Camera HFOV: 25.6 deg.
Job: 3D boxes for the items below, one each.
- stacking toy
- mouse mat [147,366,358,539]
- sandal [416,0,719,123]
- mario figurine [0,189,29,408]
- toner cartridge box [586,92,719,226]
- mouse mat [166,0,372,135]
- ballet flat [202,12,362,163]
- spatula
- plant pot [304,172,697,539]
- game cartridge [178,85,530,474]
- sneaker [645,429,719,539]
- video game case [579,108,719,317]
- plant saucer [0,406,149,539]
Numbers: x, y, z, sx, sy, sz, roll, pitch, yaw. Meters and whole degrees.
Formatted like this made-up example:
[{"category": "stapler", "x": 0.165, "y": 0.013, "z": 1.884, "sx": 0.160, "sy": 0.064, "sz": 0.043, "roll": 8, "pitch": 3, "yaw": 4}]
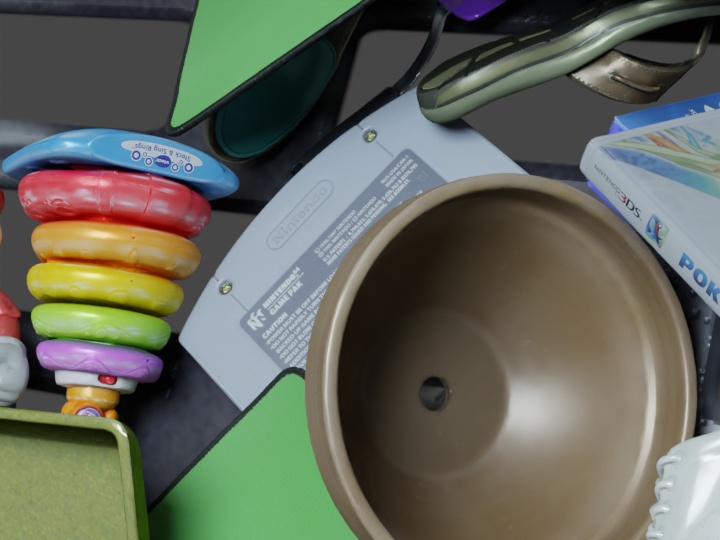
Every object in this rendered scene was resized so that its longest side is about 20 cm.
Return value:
[{"category": "stacking toy", "x": -0.143, "y": 0.028, "z": 0.874, "sx": 0.110, "sy": 0.116, "sz": 0.200, "roll": -8, "pitch": 73, "yaw": 58}, {"category": "mouse mat", "x": -0.058, "y": 0.169, "z": 0.817, "sx": 0.200, "sy": 0.008, "sz": 0.161, "roll": -46, "pitch": 59, "yaw": 15}, {"category": "sandal", "x": 0.130, "y": -0.112, "z": 0.846, "sx": 0.201, "sy": 0.080, "sz": 0.057, "roll": -19, "pitch": 103, "yaw": 8}, {"category": "mario figurine", "x": -0.247, "y": 0.028, "z": 0.878, "sx": 0.123, "sy": 0.106, "sz": 0.200, "roll": -9, "pitch": 101, "yaw": -4}, {"category": "toner cartridge box", "x": 0.208, "y": -0.007, "z": 0.744, "sx": 0.200, "sy": 0.095, "sz": 0.043, "roll": 47, "pitch": 137, "yaw": 31}, {"category": "mouse mat", "x": -0.038, "y": -0.171, "z": 0.876, "sx": 0.161, "sy": 0.008, "sz": 0.200, "roll": -30, "pitch": 36, "yaw": 30}, {"category": "ballet flat", "x": -0.036, "y": -0.151, "z": 0.938, "sx": 0.069, "sy": 0.069, "sz": 0.200, "roll": 32, "pitch": 82, "yaw": 30}, {"category": "spatula", "x": 0.028, "y": -0.117, "z": 0.910, "sx": 0.200, "sy": 0.021, "sz": 0.057, "roll": -47, "pitch": 37, "yaw": 4}, {"category": "plant pot", "x": 0.054, "y": 0.058, "z": 0.762, "sx": 0.093, "sy": 0.201, "sz": 0.201, "roll": -11, "pitch": 58, "yaw": 62}, {"category": "game cartridge", "x": 0.000, "y": 0.000, "z": 0.869, "sx": 0.200, "sy": 0.042, "sz": 0.133, "roll": -46, "pitch": 55, "yaw": 0}, {"category": "sneaker", "x": 0.162, "y": 0.117, "z": 0.728, "sx": 0.071, "sy": 0.073, "sz": 0.200, "roll": 38, "pitch": 75, "yaw": 20}, {"category": "video game case", "x": 0.228, "y": -0.016, "z": 0.706, "sx": 0.200, "sy": 0.022, "sz": 0.182, "roll": -15, "pitch": 49, "yaw": -30}, {"category": "plant saucer", "x": -0.179, "y": 0.159, "z": 0.828, "sx": 0.200, "sy": 0.048, "sz": 0.200, "roll": 3, "pitch": 103, "yaw": 29}]
